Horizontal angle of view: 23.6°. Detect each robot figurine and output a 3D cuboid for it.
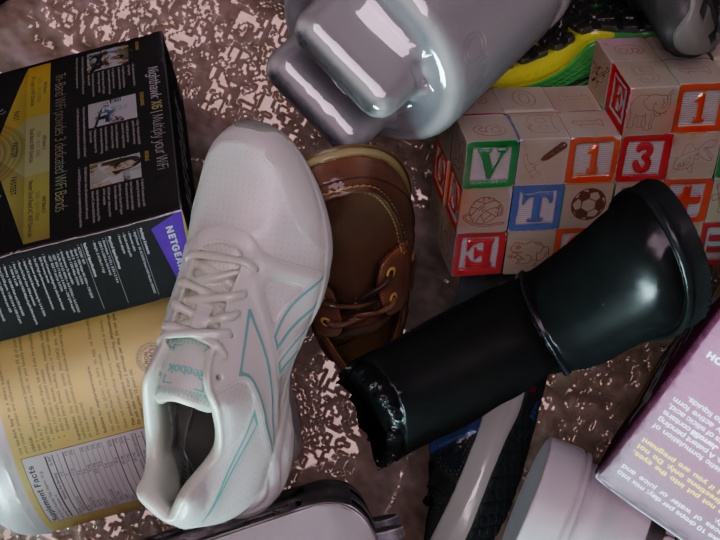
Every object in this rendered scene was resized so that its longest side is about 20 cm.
[{"bbox_3d":[0.039,-0.146,0.892,0.113,0.170,0.200,47,59,-4],"label":"robot figurine"}]

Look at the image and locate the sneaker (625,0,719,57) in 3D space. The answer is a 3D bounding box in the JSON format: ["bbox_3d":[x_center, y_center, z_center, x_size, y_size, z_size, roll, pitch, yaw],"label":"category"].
[{"bbox_3d":[0.149,-0.178,0.955,0.079,0.201,0.076,-17,131,10],"label":"sneaker"}]

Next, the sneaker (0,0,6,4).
[{"bbox_3d":[-0.186,-0.250,0.998,0.200,0.076,0.088,-43,82,-1],"label":"sneaker"}]

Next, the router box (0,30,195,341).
[{"bbox_3d":[-0.170,-0.046,0.931,0.156,0.200,0.052,-14,125,1],"label":"router box"}]

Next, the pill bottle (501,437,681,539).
[{"bbox_3d":[0.181,0.170,0.952,0.199,0.112,0.113,23,88,1],"label":"pill bottle"}]

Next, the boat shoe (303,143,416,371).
[{"bbox_3d":[0.000,0.000,0.916,0.072,0.200,0.068,-13,64,-3],"label":"boat shoe"}]

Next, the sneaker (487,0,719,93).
[{"bbox_3d":[0.138,-0.114,0.996,0.199,0.078,0.086,-15,124,-7],"label":"sneaker"}]

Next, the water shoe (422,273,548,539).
[{"bbox_3d":[0.060,0.075,0.990,0.078,0.071,0.201,16,82,22],"label":"water shoe"}]

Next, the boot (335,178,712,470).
[{"bbox_3d":[0.075,0.032,0.858,0.162,0.198,0.074,-23,80,-12],"label":"boot"}]

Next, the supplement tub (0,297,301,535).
[{"bbox_3d":[-0.143,0.062,0.946,0.199,0.145,0.146,-14,87,1],"label":"supplement tub"}]

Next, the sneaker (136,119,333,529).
[{"bbox_3d":[-0.063,0.029,0.821,0.070,0.080,0.202,10,99,25],"label":"sneaker"}]

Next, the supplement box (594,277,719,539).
[{"bbox_3d":[0.222,0.038,0.867,0.103,0.131,0.200,34,132,6],"label":"supplement box"}]

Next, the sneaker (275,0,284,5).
[{"bbox_3d":[-0.015,-0.178,0.980,0.199,0.093,0.071,24,88,2],"label":"sneaker"}]

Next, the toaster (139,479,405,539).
[{"bbox_3d":[-0.064,0.193,0.923,0.199,0.181,0.119,-18,86,-1],"label":"toaster"}]

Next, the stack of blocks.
[{"bbox_3d":[0.144,-0.064,0.945,0.199,0.059,0.116,-3,125,-11],"label":"stack of blocks"}]
